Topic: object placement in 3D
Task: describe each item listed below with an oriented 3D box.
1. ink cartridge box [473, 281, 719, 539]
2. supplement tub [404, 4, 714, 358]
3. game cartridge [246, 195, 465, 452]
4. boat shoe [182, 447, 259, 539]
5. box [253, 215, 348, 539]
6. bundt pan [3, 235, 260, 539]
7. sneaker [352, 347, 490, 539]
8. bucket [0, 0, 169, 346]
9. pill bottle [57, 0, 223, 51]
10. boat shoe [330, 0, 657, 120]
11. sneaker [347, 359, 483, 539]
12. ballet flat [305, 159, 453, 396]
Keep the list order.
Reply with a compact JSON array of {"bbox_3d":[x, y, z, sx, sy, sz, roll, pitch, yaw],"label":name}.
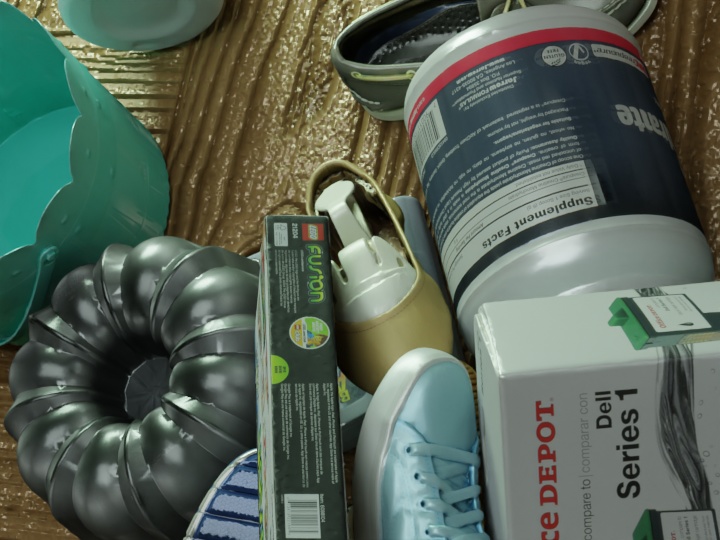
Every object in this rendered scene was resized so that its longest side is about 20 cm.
[{"bbox_3d":[0.159,0.087,0.900,0.199,0.147,0.084,-6,23,-1],"label":"ink cartridge box"},{"bbox_3d":[0.109,-0.029,1.019,0.140,0.140,0.201,-23,62,17],"label":"supplement tub"},{"bbox_3d":[-0.040,0.050,1.124,0.199,0.041,0.134,-23,65,17],"label":"game cartridge"},{"bbox_3d":[-0.067,0.195,1.038,0.072,0.072,0.201,14,89,9],"label":"boat shoe"},{"bbox_3d":[-0.032,0.082,0.942,0.035,0.110,0.201,1,51,-6],"label":"box"},{"bbox_3d":[-0.124,0.069,1.094,0.201,0.076,0.203,-9,67,23],"label":"bundt pan"},{"bbox_3d":[0.043,0.139,0.901,0.082,0.074,0.201,3,86,44],"label":"sneaker"},{"bbox_3d":[-0.230,-0.054,1.201,0.206,0.135,0.208,-11,65,23],"label":"bucket"},{"bbox_3d":[-0.154,-0.258,1.262,0.111,0.111,0.201,-18,62,19],"label":"pill bottle"},{"bbox_3d":[0.079,-0.147,1.130,0.201,0.060,0.072,-18,63,19],"label":"boat shoe"},{"bbox_3d":[0.012,0.138,1.007,0.087,0.075,0.201,19,104,40],"label":"sneaker"},{"bbox_3d":[0.000,0.000,1.016,0.068,0.063,0.200,-29,28,3],"label":"ballet flat"}]
